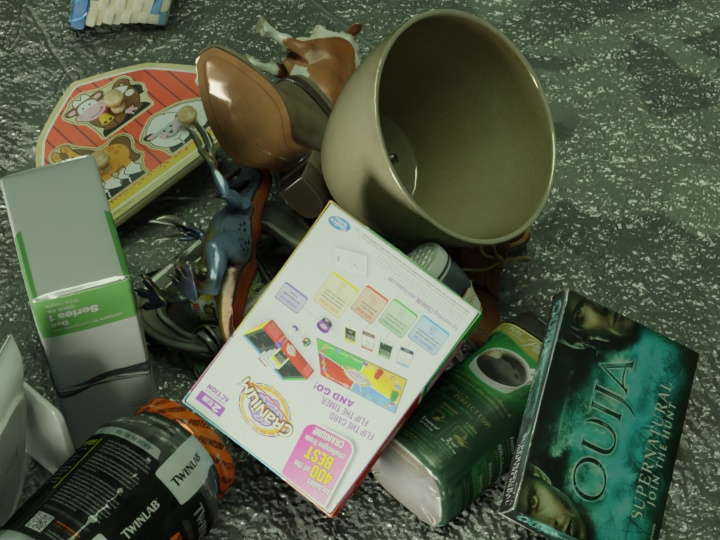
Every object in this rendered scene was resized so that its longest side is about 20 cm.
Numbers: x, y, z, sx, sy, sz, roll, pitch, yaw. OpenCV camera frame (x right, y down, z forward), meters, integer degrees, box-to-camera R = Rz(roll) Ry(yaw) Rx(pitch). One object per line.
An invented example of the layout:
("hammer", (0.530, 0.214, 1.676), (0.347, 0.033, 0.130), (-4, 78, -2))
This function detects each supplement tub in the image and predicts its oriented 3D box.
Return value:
("supplement tub", (-0.195, 0.200, 1.584), (0.122, 0.123, 0.200), (28, 54, 22))

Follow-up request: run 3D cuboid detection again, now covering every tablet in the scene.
("tablet", (-0.300, 0.101, 1.666), (0.200, 0.130, 0.014), (36, 64, 27))

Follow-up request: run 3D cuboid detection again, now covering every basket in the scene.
("basket", (-0.280, -0.334, 2.046), (0.199, 0.139, 0.177), (3, 48, -11))

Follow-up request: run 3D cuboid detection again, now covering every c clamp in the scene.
("c clamp", (-0.095, 0.008, 1.765), (0.200, 0.027, 0.171), (-37, 49, -12))

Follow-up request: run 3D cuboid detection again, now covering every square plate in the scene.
("square plate", (-0.296, 0.182, 1.549), (0.028, 0.201, 0.199), (18, 50, 5))

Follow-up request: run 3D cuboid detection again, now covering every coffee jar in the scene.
("coffee jar", (0.105, 0.118, 1.684), (0.200, 0.086, 0.104), (-33, 51, -26))

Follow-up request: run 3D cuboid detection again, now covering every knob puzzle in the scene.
("knob puzzle", (-0.227, -0.138, 1.912), (0.218, 0.031, 0.220), (-12, 46, 13))

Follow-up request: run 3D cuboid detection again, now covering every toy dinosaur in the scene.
("toy dinosaur", (-0.117, -0.021, 1.760), (0.200, 0.105, 0.181), (53, 45, 0))

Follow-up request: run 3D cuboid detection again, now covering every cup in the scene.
("cup", (0.048, -0.105, 1.733), (0.199, 0.143, 0.202), (11, 71, -35))

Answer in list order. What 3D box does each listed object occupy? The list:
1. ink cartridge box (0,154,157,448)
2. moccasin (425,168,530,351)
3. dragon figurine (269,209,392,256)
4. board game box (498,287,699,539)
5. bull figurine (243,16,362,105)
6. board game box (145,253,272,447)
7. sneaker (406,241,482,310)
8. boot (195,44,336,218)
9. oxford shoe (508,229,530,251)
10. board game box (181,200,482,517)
("ink cartridge box", (-0.229, 0.030, 1.685), (0.084, 0.201, 0.146), (-15, 49, -9))
("moccasin", (0.102, -0.019, 1.799), (0.077, 0.074, 0.202), (-26, 50, 27))
("dragon figurine", (0.000, 0.000, 1.799), (0.199, 0.059, 0.100), (10, 57, 19))
("board game box", (0.194, 0.130, 1.642), (0.135, 0.028, 0.201), (25, 63, -18))
("bull figurine", (-0.051, -0.174, 1.940), (0.121, 0.065, 0.201), (14, 50, -23))
("board game box", (-0.105, 0.059, 1.777), (0.104, 0.024, 0.200), (-19, 51, -18))
("sneaker", (0.013, 0.068, 1.686), (0.200, 0.079, 0.079), (-38, 25, 16))
("boot", (-0.070, -0.138, 1.797), (0.070, 0.200, 0.146), (-24, 22, 20))
("oxford shoe", (0.101, -0.100, 1.890), (0.071, 0.071, 0.200), (-15, 52, -16))
("board game box", (-0.022, 0.070, 1.610), (0.153, 0.040, 0.200), (37, 87, 9))
